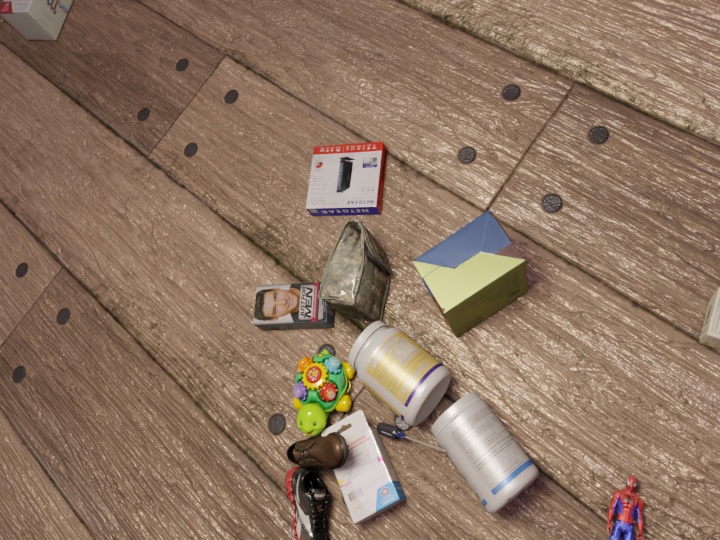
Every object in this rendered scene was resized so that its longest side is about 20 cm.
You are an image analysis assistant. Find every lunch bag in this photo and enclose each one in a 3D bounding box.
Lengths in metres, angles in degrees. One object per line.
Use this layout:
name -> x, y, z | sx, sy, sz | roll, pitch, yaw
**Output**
lunch bag -> 0.000, 0.000, 1.410 | 0.115, 0.164, 0.206 | 7, 73, 25

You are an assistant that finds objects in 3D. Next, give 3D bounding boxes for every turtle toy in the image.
turtle toy -> -0.095, 0.274, 1.368 | 0.141, 0.102, 0.205 | -2, 61, 17

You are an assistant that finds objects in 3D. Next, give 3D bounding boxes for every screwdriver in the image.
screwdriver -> 0.106, 0.360, 1.280 | 0.197, 0.028, 0.030 | 12, 83, 49

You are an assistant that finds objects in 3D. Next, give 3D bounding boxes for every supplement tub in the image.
supplement tub -> 0.249, 0.365, 1.216 | 0.131, 0.132, 0.201 | -38, 64, 1
supplement tub -> 0.082, 0.219, 1.315 | 0.199, 0.146, 0.146 | 37, 85, 25

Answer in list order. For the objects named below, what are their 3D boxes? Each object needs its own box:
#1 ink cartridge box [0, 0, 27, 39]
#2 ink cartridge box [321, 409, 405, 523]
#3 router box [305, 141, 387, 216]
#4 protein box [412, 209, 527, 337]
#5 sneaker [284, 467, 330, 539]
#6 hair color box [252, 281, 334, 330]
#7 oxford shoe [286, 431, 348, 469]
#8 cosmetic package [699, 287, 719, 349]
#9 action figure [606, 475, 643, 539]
ink cartridge box -> -1.141, -0.947, 2.139 | 0.141, 0.145, 0.206 | 7, 72, 20
ink cartridge box -> 0.004, 0.423, 1.310 | 0.113, 0.068, 0.204 | -29, 65, 7
router box -> -0.035, -0.236, 1.570 | 0.194, 0.049, 0.185 | 0, 71, 18
protein box -> 0.241, 0.014, 1.305 | 0.196, 0.200, 0.137 | -33, 64, 4
sneaker -> -0.103, 0.516, 1.296 | 0.098, 0.070, 0.205 | -39, 58, 39
hair color box -> -0.163, 0.089, 1.490 | 0.194, 0.061, 0.102 | -4, 70, 17
oxford shoe -> -0.094, 0.388, 1.271 | 0.199, 0.083, 0.075 | -31, 67, 50
cosmetic package -> 0.776, 0.117, 1.162 | 0.196, 0.073, 0.106 | 19, 77, 23
action figure -> 0.495, 0.491, 1.137 | 0.064, 0.052, 0.205 | 9, 72, 25
